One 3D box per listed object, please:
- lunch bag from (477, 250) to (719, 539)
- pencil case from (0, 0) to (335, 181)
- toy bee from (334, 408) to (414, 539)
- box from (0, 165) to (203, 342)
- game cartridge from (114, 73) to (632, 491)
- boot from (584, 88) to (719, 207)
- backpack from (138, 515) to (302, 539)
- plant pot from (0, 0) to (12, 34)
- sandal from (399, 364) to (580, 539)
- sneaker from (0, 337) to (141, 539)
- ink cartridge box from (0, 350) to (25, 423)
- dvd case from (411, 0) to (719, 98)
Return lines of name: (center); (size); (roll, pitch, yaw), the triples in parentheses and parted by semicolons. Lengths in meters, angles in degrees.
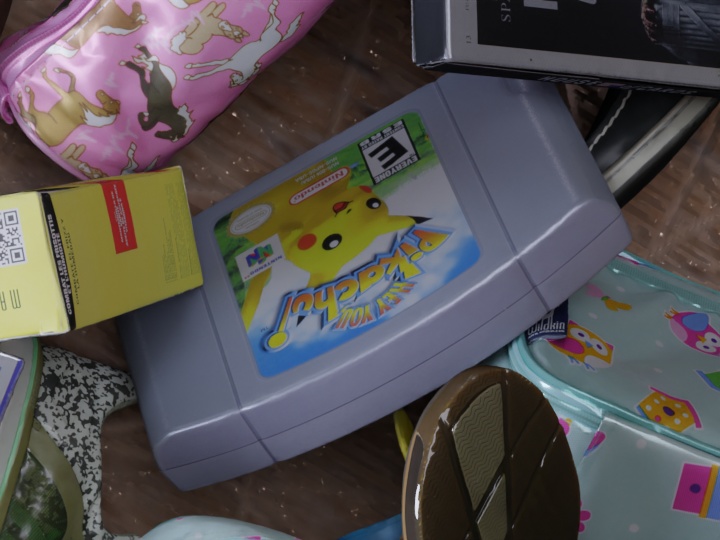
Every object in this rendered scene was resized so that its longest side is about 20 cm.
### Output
lunch bag: (0.130, 0.060, 1.174); (0.199, 0.161, 0.077); (24, 118, -7)
pencil case: (-0.057, -0.116, 1.158); (0.086, 0.083, 0.200); (43, 114, -5)
toy bee: (0.023, 0.133, 1.161); (0.200, 0.109, 0.131); (-41, 91, -15)
box: (-0.115, -0.005, 1.069); (0.075, 0.200, 0.050); (-9, 92, 12)
game cartridge: (0.000, 0.000, 1.150); (0.199, 0.041, 0.134); (-30, 41, 5)
boot: (0.098, -0.130, 1.240); (0.153, 0.074, 0.204); (38, 67, 0)
backpack: (-0.062, 0.190, 1.087); (0.166, 0.201, 0.127); (13, 41, -10)
plant pot: (-0.228, -0.160, 1.113); (0.199, 0.175, 0.201); (2, 65, -4)
sandal: (0.045, 0.116, 1.097); (0.054, 0.201, 0.082); (22, 56, 36)
sneaker: (-0.125, 0.117, 1.159); (0.088, 0.077, 0.201); (11, 81, -19)
ink cartridge box: (-0.250, 0.082, 1.108); (0.199, 0.043, 0.199); (21, 103, -13)
dvd case: (0.100, -0.145, 1.148); (0.199, 0.025, 0.151); (2, 85, -40)
